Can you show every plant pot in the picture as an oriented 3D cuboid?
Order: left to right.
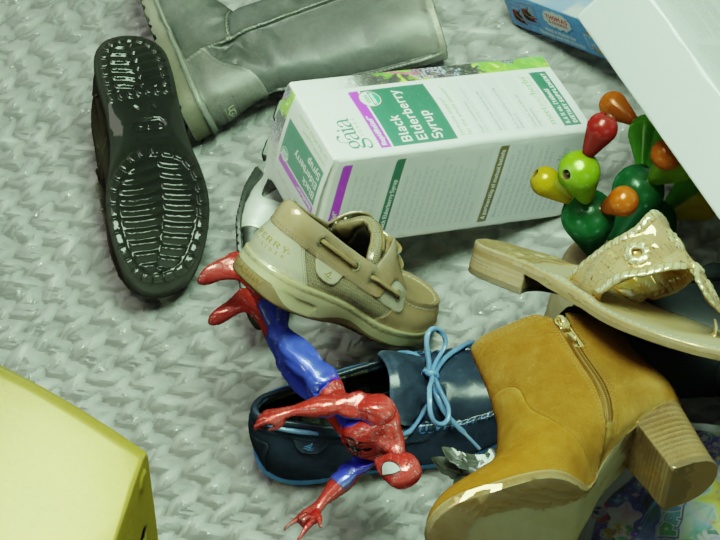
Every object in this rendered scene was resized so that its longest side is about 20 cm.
[{"bbox_3d":[-0.225,0.179,1.531,0.175,0.201,0.201,12,55,8],"label":"plant pot"}]

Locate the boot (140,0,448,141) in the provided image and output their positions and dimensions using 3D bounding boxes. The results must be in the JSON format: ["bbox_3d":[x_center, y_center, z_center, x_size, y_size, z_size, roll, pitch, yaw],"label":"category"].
[{"bbox_3d":[-0.053,-0.193,1.849,0.199,0.073,0.183,-25,64,3],"label":"boot"}]

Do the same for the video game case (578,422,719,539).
[{"bbox_3d":[0.233,0.158,1.531,0.198,0.018,0.144,4,54,18],"label":"video game case"}]

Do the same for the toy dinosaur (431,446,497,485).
[{"bbox_3d":[0.091,0.186,1.507,0.198,0.102,0.137,-1,63,6],"label":"toy dinosaur"}]

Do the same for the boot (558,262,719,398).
[{"bbox_3d":[0.225,0.068,1.543,0.199,0.077,0.168,-15,36,-11],"label":"boot"}]

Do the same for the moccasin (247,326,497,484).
[{"bbox_3d":[0.026,0.088,1.607,0.199,0.068,0.081,-19,50,0],"label":"moccasin"}]

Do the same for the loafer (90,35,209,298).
[{"bbox_3d":[-0.150,-0.065,1.782,0.072,0.071,0.201,0,63,-14],"label":"loafer"}]

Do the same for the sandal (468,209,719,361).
[{"bbox_3d":[0.158,-0.005,1.516,0.211,0.077,0.070,19,101,36],"label":"sandal"}]

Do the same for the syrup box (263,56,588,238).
[{"bbox_3d":[0.045,-0.079,1.677,0.199,0.082,0.079,-7,46,-28],"label":"syrup box"}]

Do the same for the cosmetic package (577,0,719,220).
[{"bbox_3d":[0.234,-0.092,1.578,0.052,0.150,0.201,-40,74,26],"label":"cosmetic package"}]

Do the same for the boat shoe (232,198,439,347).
[{"bbox_3d":[0.000,0.000,1.606,0.071,0.200,0.065,38,102,29],"label":"boat shoe"}]

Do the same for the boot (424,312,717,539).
[{"bbox_3d":[0.094,0.092,1.466,0.200,0.071,0.144,-11,43,-28],"label":"boot"}]

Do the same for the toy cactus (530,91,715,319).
[{"bbox_3d":[0.159,-0.036,1.628,0.102,0.200,0.166,31,103,17],"label":"toy cactus"}]

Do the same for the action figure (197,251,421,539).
[{"bbox_3d":[-0.047,0.083,1.554,0.099,0.065,0.200,-38,55,-18],"label":"action figure"}]

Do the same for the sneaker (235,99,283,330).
[{"bbox_3d":[-0.028,-0.047,1.724,0.088,0.074,0.201,2,53,19],"label":"sneaker"}]

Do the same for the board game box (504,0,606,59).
[{"bbox_3d":[0.216,-0.205,1.780,0.151,0.037,0.200,-41,37,-18],"label":"board game box"}]
